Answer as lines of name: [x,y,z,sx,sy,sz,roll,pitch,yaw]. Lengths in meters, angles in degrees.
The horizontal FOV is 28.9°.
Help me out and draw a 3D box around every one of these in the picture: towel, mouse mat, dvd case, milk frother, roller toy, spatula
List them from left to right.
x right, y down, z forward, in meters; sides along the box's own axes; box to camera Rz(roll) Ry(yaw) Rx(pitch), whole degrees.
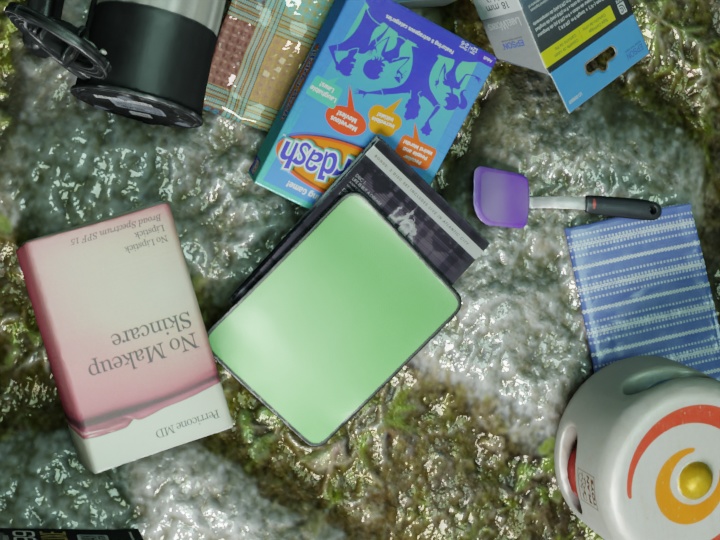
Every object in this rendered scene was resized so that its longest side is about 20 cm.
milk frother: [-0.192,-0.237,1.161,0.179,0.200,0.190,13,84,-12]
towel: [-0.036,-0.185,1.274,0.199,0.022,0.148,17,103,-20]
mouse mat: [-0.023,0.047,1.268,0.200,0.008,0.161,-44,110,3]
dvd case: [0.000,0.000,1.272,0.149,0.016,0.200,42,94,-19]
spatula: [0.203,-0.065,1.368,0.198,0.021,0.057,4,82,-11]
towel: [0.288,0.042,1.400,0.144,0.024,0.202,-12,90,-15]
roller toy: [0.285,0.183,1.316,0.182,0.140,0.201,37,88,-18]

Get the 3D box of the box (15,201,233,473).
box: [-0.203,0.056,1.193,0.127,0.109,0.202,-18,93,-18]

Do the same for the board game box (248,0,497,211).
board game box: [0.010,-0.140,1.265,0.151,0.045,0.201,24,101,-19]

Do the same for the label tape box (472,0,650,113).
label tape box: [0.179,-0.264,1.327,0.144,0.063,0.201,-36,109,-34]

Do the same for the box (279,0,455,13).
box: [0.008,-0.305,1.306,0.198,0.048,0.123,-8,91,-18]

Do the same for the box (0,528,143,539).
box: [-0.244,0.255,1.126,0.156,0.200,0.050,4,93,-17]
